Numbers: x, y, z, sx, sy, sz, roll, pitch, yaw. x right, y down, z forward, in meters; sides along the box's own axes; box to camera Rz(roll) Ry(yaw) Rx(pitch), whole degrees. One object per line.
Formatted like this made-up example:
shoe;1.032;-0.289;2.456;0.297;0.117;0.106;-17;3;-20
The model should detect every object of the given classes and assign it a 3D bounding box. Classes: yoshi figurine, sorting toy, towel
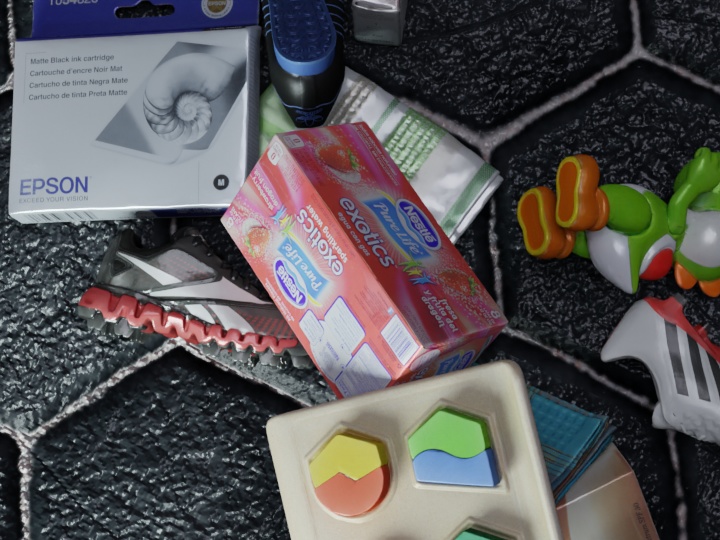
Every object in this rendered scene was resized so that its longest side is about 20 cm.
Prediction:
yoshi figurine;0.225;-0.052;1.350;0.199;0.112;0.112;8;112;-25
sorting toy;0.037;0.171;1.208;0.199;0.036;0.186;-15;85;22
towel;0.066;0.128;1.298;0.200;0.022;0.147;23;58;38
towel;-0.007;-0.072;1.409;0.200;0.031;0.149;35;80;10

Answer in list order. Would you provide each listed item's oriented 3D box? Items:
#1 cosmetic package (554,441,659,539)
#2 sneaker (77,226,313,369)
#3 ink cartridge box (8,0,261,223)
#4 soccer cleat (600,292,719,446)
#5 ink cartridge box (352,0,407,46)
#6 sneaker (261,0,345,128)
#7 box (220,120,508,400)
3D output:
cosmetic package;0.111;0.204;1.300;0.200;0.087;0.104;-26;119;-2
sneaker;-0.114;0.019;1.369;0.200;0.071;0.098;13;82;6
ink cartridge box;-0.178;-0.140;1.404;0.199;0.041;0.201;-3;78;10
soccer cleat;0.268;0.106;1.347;0.085;0.069;0.200;-43;78;3
ink cartridge box;0.028;-0.295;1.372;0.043;0.174;0.201;9;79;3
sneaker;-0.047;-0.199;1.398;0.070;0.078;0.200;0;46;0
box;0.000;0.000;1.295;0.095;0.103;0.200;-12;59;-44
